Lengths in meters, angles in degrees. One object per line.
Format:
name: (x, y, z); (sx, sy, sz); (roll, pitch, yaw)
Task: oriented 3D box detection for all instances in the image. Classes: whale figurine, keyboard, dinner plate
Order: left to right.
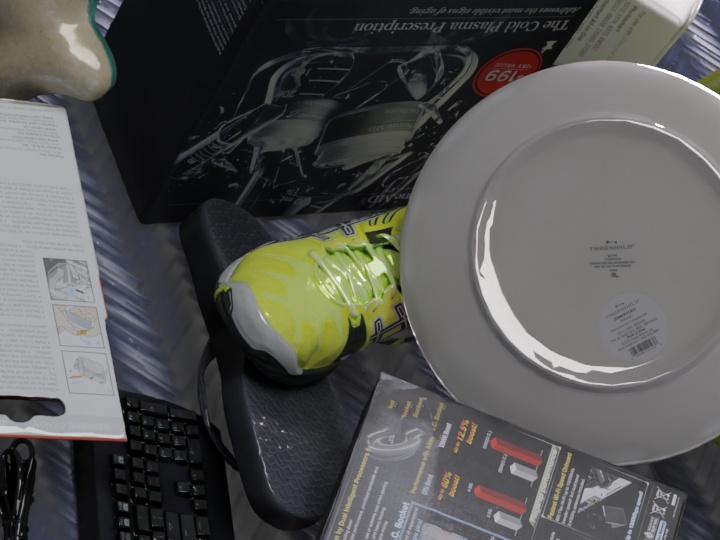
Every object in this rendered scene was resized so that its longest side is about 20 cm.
whale figurine: (-0.153, -0.183, 1.380); (0.104, 0.158, 0.201); (-10, 94, -63)
keyboard: (-0.111, 0.139, 1.258); (0.127, 0.021, 0.201); (9, 50, -24)
dinner plate: (0.118, -0.007, 1.315); (0.199, 0.024, 0.201); (0, 78, 1)

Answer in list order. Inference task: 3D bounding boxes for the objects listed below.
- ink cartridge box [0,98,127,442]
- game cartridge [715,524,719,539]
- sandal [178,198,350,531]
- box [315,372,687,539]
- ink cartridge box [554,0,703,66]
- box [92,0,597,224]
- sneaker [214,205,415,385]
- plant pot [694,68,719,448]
ink cartridge box: (-0.181, 0.007, 1.299); (0.109, 0.050, 0.201); (4, 52, -26)
game cartridge: (0.249, 0.208, 1.396); (0.133, 0.040, 0.201); (11, 50, -27)
sandal: (-0.052, 0.052, 1.347); (0.076, 0.043, 0.201); (31, 30, -37)
box: (0.047, 0.165, 1.247); (0.157, 0.050, 0.201); (21, 60, -2)
ink cartridge box: (0.111, -0.211, 1.618); (0.200, 0.084, 0.146); (33, 46, -3)
box: (-0.012, -0.121, 1.409); (0.199, 0.182, 0.104); (-4, 58, -31)
sneaker: (0.000, 0.000, 1.357); (0.076, 0.076, 0.200); (55, 31, 8)
plant pot: (0.223, -0.033, 1.412); (0.200, 0.193, 0.201); (42, 18, -17)
